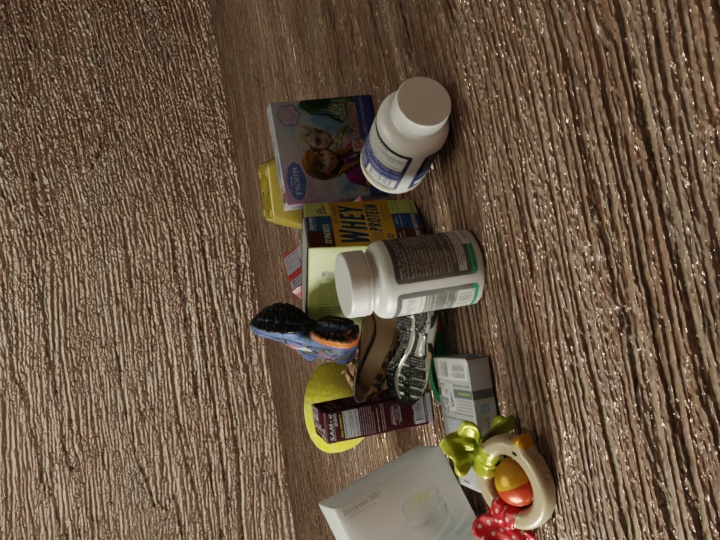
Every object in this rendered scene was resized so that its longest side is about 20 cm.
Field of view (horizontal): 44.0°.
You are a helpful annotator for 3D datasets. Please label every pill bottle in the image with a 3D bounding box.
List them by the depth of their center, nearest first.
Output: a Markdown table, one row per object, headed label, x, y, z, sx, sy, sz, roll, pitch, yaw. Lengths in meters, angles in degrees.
| label | x | y | z | sx | sy | sz | roll | pitch | yaw |
| --- | --- | --- | --- | --- | --- | --- | --- | --- | --- |
| pill bottle | 0.070 | 0.007 | 1.295 | 0.113 | 0.199 | 0.114 | 172 | 90 | -75 |
| pill bottle | 0.071 | -0.206 | 1.352 | 0.200 | 0.111 | 0.112 | 121 | 138 | -67 |

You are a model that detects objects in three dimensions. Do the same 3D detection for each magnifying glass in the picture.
| label | x | y | z | sx | sy | sz | roll | pitch | yaw |
| --- | --- | --- | --- | --- | --- | --- | --- | --- | --- |
| magnifying glass | 0.129 | 0.123 | 1.496 | 0.080 | 0.022 | 0.201 | -179 | 79 | -75 |

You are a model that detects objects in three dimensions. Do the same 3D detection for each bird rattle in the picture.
| label | x | y | z | sx | sy | sz | roll | pitch | yaw |
| --- | --- | --- | --- | --- | --- | --- | --- | --- | --- |
| bird rattle | 0.194 | 0.293 | 1.196 | 0.163 | 0.112 | 0.201 | -32 | 69 | 56 |

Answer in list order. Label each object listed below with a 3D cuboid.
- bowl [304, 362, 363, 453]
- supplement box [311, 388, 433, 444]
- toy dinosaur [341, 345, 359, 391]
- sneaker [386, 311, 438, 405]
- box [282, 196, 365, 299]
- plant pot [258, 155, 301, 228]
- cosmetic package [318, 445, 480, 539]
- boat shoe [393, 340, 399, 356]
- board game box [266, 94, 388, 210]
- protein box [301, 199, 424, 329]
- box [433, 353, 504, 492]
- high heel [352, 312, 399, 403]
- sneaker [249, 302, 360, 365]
| label | x | y | z | sx | sy | sz | roll | pitch | yaw |
| --- | --- | --- | --- | --- | --- | --- | --- | --- | --- |
| bowl | -0.023 | 0.298 | 1.941 | 0.107 | 0.200 | 0.201 | -7 | 92 | 32 |
| supplement box | 0.020 | 0.259 | 1.617 | 0.109 | 0.199 | 0.061 | -177 | 79 | -75 |
| toy dinosaur | 0.015 | 0.221 | 1.809 | 0.136 | 0.085 | 0.201 | -120 | 17 | -54 |
| sneaker | 0.095 | 0.125 | 1.451 | 0.073 | 0.080 | 0.201 | 18 | 110 | 25 |
| box | -0.037 | -0.028 | 1.668 | 0.095 | 0.200 | 0.103 | 40 | -162 | -42 |
| plant pot | -0.104 | -0.174 | 1.861 | 0.195 | 0.199 | 0.195 | -168 | 70 | -73 |
| cosmetic package | 0.072 | 0.412 | 1.413 | 0.201 | 0.199 | 0.123 | 62 | 163 | 5 |
| boat shoe | 0.067 | 0.166 | 1.656 | 0.200 | 0.066 | 0.070 | 134 | 126 | -71 |
| board game box | -0.062 | -0.223 | 1.673 | 0.041 | 0.199 | 0.201 | 140 | 120 | -72 |
| protein box | 0.000 | 0.000 | 1.532 | 0.135 | 0.197 | 0.201 | -102 | 12 | -52 |
| box | 0.167 | 0.230 | 1.363 | 0.156 | 0.041 | 0.201 | 158 | 104 | -76 |
| high heel | 0.022 | 0.114 | 1.442 | 0.143 | 0.071 | 0.201 | -61 | -24 | -45 |
| sneaker | -0.095 | 0.114 | 1.474 | 0.075 | 0.199 | 0.079 | -53 | -31 | -44 |
